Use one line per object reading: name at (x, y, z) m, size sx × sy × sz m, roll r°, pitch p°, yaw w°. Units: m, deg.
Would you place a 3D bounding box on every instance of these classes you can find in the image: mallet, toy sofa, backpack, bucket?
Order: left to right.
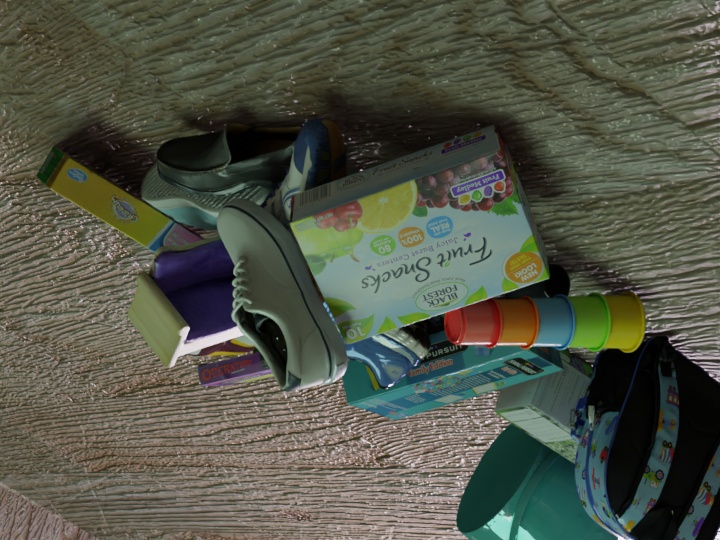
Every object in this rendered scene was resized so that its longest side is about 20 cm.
toy sofa at (-0.138, 0.020, 1.742) m, size 0.083 × 0.199 × 0.098 m, roll 49°, pitch 133°, yaw 25°
mallet at (0.116, -0.026, 1.626) m, size 0.199 × 0.041 × 0.066 m, roll 36°, pitch 152°, yaw -16°
bucket at (0.218, 0.275, 1.974) m, size 0.134 × 0.209 × 0.207 m, roll 35°, pitch 156°, yaw -11°
backpack at (0.300, 0.195, 1.710) m, size 0.182 × 0.202 × 0.134 m, roll 33°, pitch 156°, yaw -24°

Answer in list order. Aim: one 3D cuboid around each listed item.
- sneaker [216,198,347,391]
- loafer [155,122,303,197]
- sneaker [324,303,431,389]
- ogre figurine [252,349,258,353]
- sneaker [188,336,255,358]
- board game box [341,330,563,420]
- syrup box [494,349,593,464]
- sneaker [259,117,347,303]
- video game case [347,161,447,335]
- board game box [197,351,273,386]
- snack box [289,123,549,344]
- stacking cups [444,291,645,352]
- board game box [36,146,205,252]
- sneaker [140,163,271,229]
sneaker at (-0.086, 0.020, 1.503) m, size 0.201 × 0.070 × 0.073 m, roll 56°, pitch 140°, yaw 23°
loafer at (-0.117, -0.118, 1.617) m, size 0.197 × 0.073 × 0.073 m, roll 1°, pitch 140°, yaw 24°
sneaker at (-0.030, 0.046, 1.652) m, size 0.199 × 0.090 × 0.079 m, roll 38°, pitch -167°, yaw 5°
ogre figurine at (-0.177, 0.048, 2.002) m, size 0.199 × 0.099 × 0.120 m, roll 29°, pitch 179°, yaw 28°
sneaker at (-0.117, 0.046, 1.883) m, size 0.197 × 0.076 × 0.090 m, roll -13°, pitch 152°, yaw 4°
board game box at (0.097, 0.100, 1.732) m, size 0.198 × 0.048 × 0.151 m, roll -18°, pitch 163°, yaw 16°
syrup box at (0.256, 0.167, 1.847) m, size 0.199 × 0.082 × 0.079 m, roll 32°, pitch 158°, yaw -19°
sneaker at (-0.069, -0.054, 1.551) m, size 0.087 × 0.075 × 0.202 m, roll 22°, pitch 121°, yaw 23°
video game case at (0.000, 0.000, 1.694) m, size 0.200 × 0.023 × 0.181 m, roll 45°, pitch 137°, yaw -13°
board game box at (-0.078, 0.103, 1.943) m, size 0.198 × 0.033 × 0.120 m, roll -14°, pitch 177°, yaw 19°
snack box at (0.053, -0.030, 1.478) m, size 0.198 × 0.053 × 0.143 m, roll -19°, pitch 122°, yaw 12°
stacking cups at (0.174, 0.046, 1.585) m, size 0.197 × 0.061 × 0.060 m, roll 3°, pitch 165°, yaw -23°
board game box at (-0.256, -0.063, 1.827) m, size 0.199 × 0.041 × 0.153 m, roll 32°, pitch 178°, yaw -18°
sneaker at (-0.142, -0.079, 1.725) m, size 0.082 × 0.075 × 0.199 m, roll 33°, pitch 166°, yaw -39°
